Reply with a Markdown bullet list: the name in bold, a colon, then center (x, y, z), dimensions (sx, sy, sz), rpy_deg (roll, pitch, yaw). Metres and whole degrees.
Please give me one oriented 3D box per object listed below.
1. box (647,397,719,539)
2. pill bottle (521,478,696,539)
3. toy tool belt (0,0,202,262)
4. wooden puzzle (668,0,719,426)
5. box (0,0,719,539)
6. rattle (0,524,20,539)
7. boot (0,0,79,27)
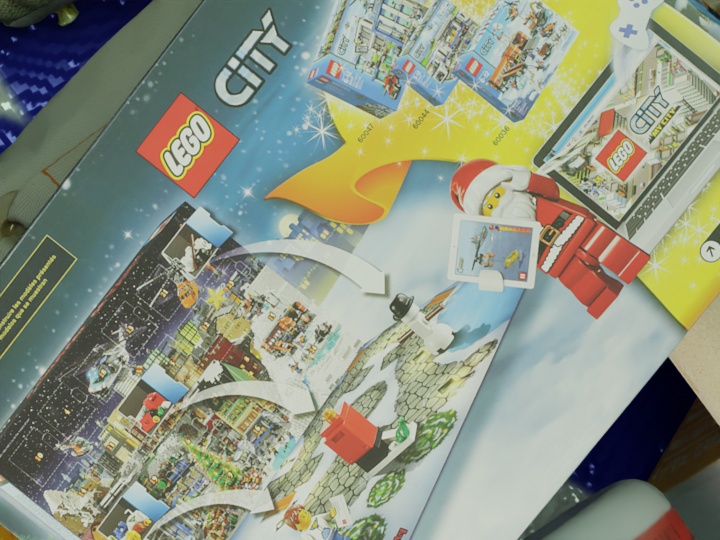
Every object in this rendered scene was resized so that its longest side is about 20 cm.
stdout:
- **box**: center (0.178, 0.003, 0.784), dimensions (0.097, 0.124, 0.200), rpy_deg (33, 74, 0)
- **pill bottle**: center (0.084, 0.166, 0.736), dimensions (0.116, 0.116, 0.200), rpy_deg (-33, 85, -15)
- **toy tool belt**: center (-0.056, 0.023, 0.742), dimensions (0.123, 0.125, 0.200), rpy_deg (40, 75, 9)
- **wooden puzzle**: center (0.164, -0.032, 0.701), dimensions (0.200, 0.046, 0.185), rpy_deg (-34, 80, -13)
- **box**: center (0.000, 0.000, 0.662), dimensions (0.136, 0.038, 0.200), rpy_deg (39, 99, -1)
- **rattle**: center (-0.065, 0.181, 0.708), dimensions (0.200, 0.130, 0.143), rpy_deg (36, 62, -4)
- **boot**: center (-0.031, -0.118, 0.790), dimensions (0.154, 0.200, 0.072), rpy_deg (-24, 73, 26)
